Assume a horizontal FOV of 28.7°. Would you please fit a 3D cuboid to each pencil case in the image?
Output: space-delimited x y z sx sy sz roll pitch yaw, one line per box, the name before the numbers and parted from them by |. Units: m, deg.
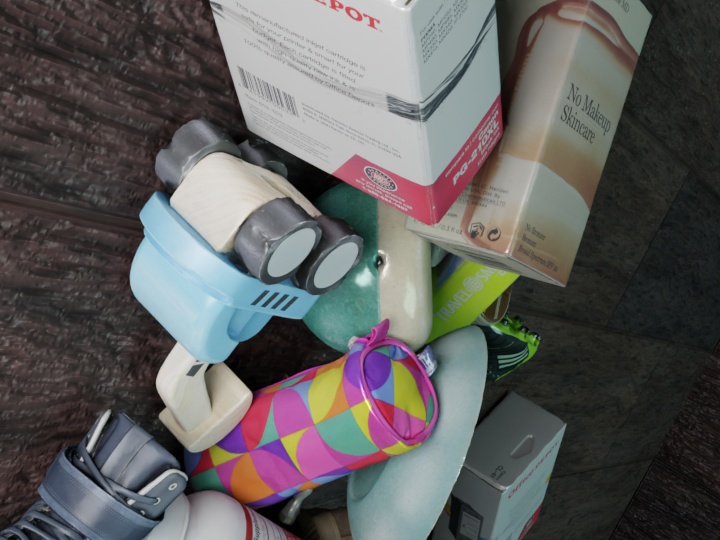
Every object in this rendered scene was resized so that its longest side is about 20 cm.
pencil case | -0.036 0.108 0.981 0.200 0.089 0.088 -29 178 36

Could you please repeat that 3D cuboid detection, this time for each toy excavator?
toy excavator | -0.093 0.025 0.878 0.200 0.100 0.194 -50 157 10

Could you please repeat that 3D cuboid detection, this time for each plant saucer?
plant saucer | 0.030 0.126 1.027 0.201 0.039 0.202 -157 -90 -79

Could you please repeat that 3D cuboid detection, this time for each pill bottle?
pill bottle | -0.089 0.224 0.976 0.200 0.112 0.113 36 83 -28

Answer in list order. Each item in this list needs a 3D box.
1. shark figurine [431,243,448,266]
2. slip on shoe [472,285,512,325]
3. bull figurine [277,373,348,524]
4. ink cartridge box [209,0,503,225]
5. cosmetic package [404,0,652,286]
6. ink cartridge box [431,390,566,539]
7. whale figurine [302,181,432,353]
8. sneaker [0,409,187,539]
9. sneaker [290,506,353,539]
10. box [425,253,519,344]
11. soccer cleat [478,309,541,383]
shark figurine | 0.084 -0.119 1.051 0.215 0.089 0.128 80 30 -41
slip on shoe | 0.118 -0.047 1.267 0.076 0.060 0.201 29 72 -46
bull figurine | -0.031 0.134 1.160 0.200 0.065 0.122 -11 132 -58
ink cartridge box | -0.003 -0.135 0.777 0.084 0.144 0.200 -53 157 -21
cosmetic package | 0.115 -0.102 0.948 0.103 0.087 0.201 21 86 -56
ink cartridge box | 0.164 0.268 1.711 0.148 0.085 0.201 -40 149 -39
whale figurine | 0.000 0.000 1.037 0.200 0.103 0.160 78 10 -88
sneaker | -0.182 0.150 0.818 0.146 0.077 0.202 -50 168 6
sneaker | -0.013 0.236 1.209 0.200 0.075 0.071 142 -59 -77
box | 0.108 -0.036 1.114 0.200 0.048 0.122 -48 -162 43
soccer cleat | 0.134 0.078 1.447 0.081 0.068 0.200 -48 159 4
